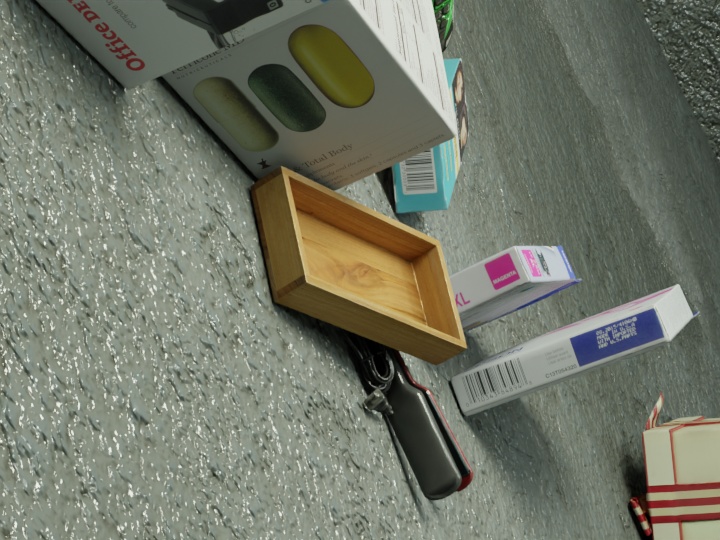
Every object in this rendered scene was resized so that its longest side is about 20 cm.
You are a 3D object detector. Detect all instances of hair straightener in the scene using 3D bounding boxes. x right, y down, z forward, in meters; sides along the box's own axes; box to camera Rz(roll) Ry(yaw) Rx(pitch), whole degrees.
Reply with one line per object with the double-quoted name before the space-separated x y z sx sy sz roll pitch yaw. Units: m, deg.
"hair straightener" 0.027 0.083 1.641 0.202 0.041 0.077 68 17 3

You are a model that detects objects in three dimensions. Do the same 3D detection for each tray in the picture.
"tray" 0.000 0.000 1.611 0.199 0.037 0.099 24 44 -49

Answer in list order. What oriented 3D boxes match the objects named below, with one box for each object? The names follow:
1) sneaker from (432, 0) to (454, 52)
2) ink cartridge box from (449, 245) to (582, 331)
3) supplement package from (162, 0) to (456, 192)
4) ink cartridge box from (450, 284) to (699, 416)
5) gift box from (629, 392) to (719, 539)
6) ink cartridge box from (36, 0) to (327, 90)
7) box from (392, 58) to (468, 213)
"sneaker" 0.064 -0.289 2.160 0.085 0.077 0.201 49 24 -46
"ink cartridge box" 0.116 0.018 1.858 0.042 0.119 0.200 67 18 9
"supplement package" -0.046 -0.178 1.567 0.200 0.151 0.152 47 27 -48
"ink cartridge box" 0.196 0.067 1.905 0.044 0.195 0.200 68 17 -1
"gift box" 0.398 0.228 2.315 0.184 0.185 0.202 9 75 -68
"ink cartridge box" -0.107 -0.218 1.358 0.145 0.198 0.084 45 29 -50
"box" 0.064 -0.127 1.963 0.200 0.049 0.083 -70 155 -65
